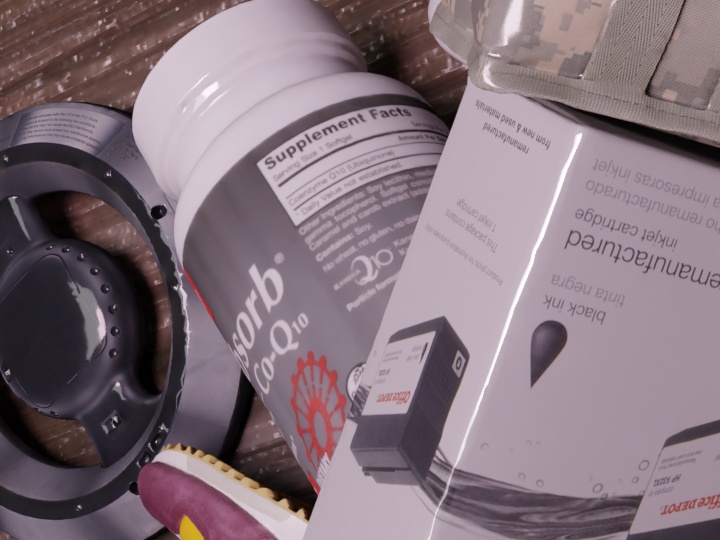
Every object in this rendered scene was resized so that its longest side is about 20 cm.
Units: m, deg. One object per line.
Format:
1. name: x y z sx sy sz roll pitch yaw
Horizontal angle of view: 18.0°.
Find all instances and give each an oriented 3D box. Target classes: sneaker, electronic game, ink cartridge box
1. sneaker: -0.031 0.138 0.880 0.199 0.075 0.090 25 85 43
2. electronic game: -0.128 0.026 1.006 0.199 0.042 0.201 2 93 35
3. ink cartridge box: 0.077 0.056 0.726 0.084 0.144 0.201 39 112 62

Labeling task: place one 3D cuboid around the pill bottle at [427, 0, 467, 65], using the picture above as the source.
1. pill bottle: 0.105 -0.153 0.769 0.112 0.112 0.201 31 107 38

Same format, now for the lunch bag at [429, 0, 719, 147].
1. lunch bag: 0.138 -0.112 0.664 0.118 0.199 0.165 -114 39 -73

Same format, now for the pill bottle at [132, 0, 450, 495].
1. pill bottle: 0.000 0.000 0.849 0.116 0.116 0.200 -50 58 27
